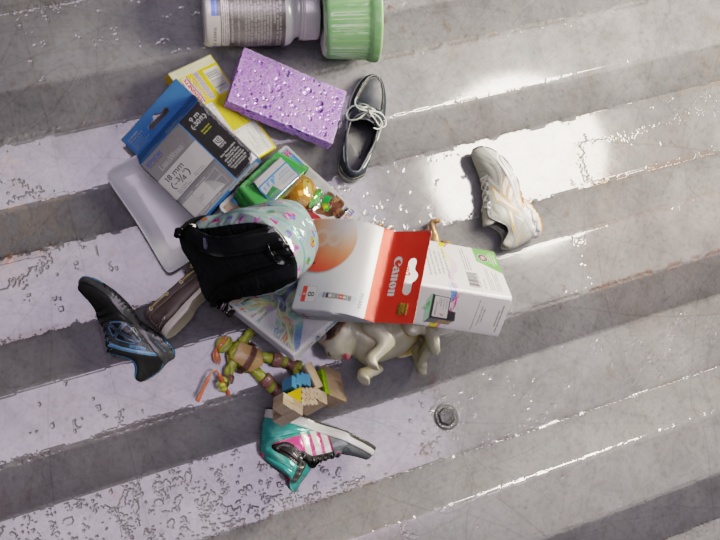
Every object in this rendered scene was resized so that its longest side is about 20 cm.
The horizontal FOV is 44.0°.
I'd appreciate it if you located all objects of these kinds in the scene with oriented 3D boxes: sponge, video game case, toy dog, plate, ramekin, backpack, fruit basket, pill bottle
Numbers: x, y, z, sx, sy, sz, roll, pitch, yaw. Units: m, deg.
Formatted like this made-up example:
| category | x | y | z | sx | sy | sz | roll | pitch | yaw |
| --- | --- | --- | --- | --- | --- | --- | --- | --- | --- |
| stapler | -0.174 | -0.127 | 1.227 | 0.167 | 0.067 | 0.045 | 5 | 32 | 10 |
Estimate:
| category | x | y | z | sx | sy | sz | roll | pitch | yaw |
| --- | --- | --- | --- | --- | --- | --- | --- | --- | --- |
| sponge | -0.130 | -0.299 | 1.555 | 0.198 | 0.030 | 0.113 | 21 | 67 | -15 |
| video game case | -0.117 | 0.034 | 1.475 | 0.199 | 0.022 | 0.182 | 34 | 60 | 26 |
| toy dog | 0.019 | 0.094 | 1.516 | 0.198 | 0.140 | 0.196 | -3 | 72 | -13 |
| plate | -0.297 | -0.129 | 1.519 | 0.199 | 0.032 | 0.201 | -33 | 92 | -13 |
| ramekin | -0.022 | -0.459 | 1.533 | 0.097 | 0.200 | 0.202 | -4 | 85 | -6 |
| backpack | -0.166 | -0.034 | 1.383 | 0.168 | 0.198 | 0.127 | 64 | 34 | -24 |
| fruit basket | -0.107 | -0.097 | 1.496 | 0.200 | 0.094 | 0.185 | 41 | 59 | 4 |
| pill bottle | -0.173 | -0.444 | 1.534 | 0.198 | 0.114 | 0.115 | -4 | 85 | -11 |

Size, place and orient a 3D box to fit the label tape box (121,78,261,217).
| category | x | y | z | sx | sy | sz | roll | pitch | yaw |
| --- | --- | --- | --- | --- | --- | --- | --- | --- | --- |
| label tape box | -0.284 | -0.198 | 1.460 | 0.200 | 0.063 | 0.144 | 43 | 93 | -1 |

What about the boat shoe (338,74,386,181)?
| category | x | y | z | sx | sy | sz | roll | pitch | yaw |
| --- | --- | --- | --- | --- | --- | --- | --- | --- | --- |
| boat shoe | 0.005 | -0.259 | 1.583 | 0.074 | 0.062 | 0.202 | 20 | 80 | -8 |

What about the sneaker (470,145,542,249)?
| category | x | y | z | sx | sy | sz | roll | pitch | yaw |
| --- | --- | --- | --- | --- | --- | --- | --- | --- | --- |
| sneaker | 0.247 | -0.129 | 1.621 | 0.092 | 0.076 | 0.201 | -32 | 91 | -9 |

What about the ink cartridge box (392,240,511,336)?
| category | x | y | z | sx | sy | sz | roll | pitch | yaw |
| --- | --- | --- | --- | --- | --- | --- | --- | --- | --- |
| ink cartridge box | 0.134 | 0.023 | 1.480 | 0.198 | 0.145 | 0.085 | 9 | 122 | -12 |

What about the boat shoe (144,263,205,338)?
| category | x | y | z | sx | sy | sz | roll | pitch | yaw |
| --- | --- | --- | --- | --- | --- | --- | --- | --- | --- |
| boat shoe | -0.275 | 0.022 | 1.491 | 0.059 | 0.072 | 0.200 | 38 | 71 | 9 |

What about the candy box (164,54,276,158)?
| category | x | y | z | sx | sy | sz | roll | pitch | yaw |
| --- | --- | --- | --- | --- | --- | --- | --- | --- | --- |
| candy box | -0.239 | -0.268 | 1.530 | 0.102 | 0.026 | 0.201 | -37 | 93 | -38 |

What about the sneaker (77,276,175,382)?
| category | x | y | z | sx | sy | sz | roll | pitch | yaw |
| --- | --- | --- | --- | --- | --- | --- | --- | --- | --- |
| sneaker | -0.396 | 0.094 | 1.455 | 0.200 | 0.073 | 0.082 | 46 | 79 | -4 |

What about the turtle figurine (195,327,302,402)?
| category | x | y | z | sx | sy | sz | roll | pitch | yaw |
| --- | --- | --- | --- | --- | --- | --- | --- | --- | --- |
| turtle figurine | -0.187 | 0.159 | 1.497 | 0.161 | 0.064 | 0.201 | 33 | 62 | -17 |

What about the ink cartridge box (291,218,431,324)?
| category | x | y | z | sx | sy | sz | roll | pitch | yaw |
| --- | --- | --- | --- | --- | --- | --- | --- | --- | --- |
| ink cartridge box | 0.000 | 0.000 | 1.390 | 0.198 | 0.050 | 0.164 | 0 | 66 | 31 |

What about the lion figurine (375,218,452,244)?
| category | x | y | z | sx | sy | sz | roll | pitch | yaw |
| --- | --- | --- | --- | --- | --- | --- | --- | --- | --- |
| lion figurine | 0.096 | -0.025 | 1.576 | 0.198 | 0.072 | 0.124 | -6 | 87 | -11 |

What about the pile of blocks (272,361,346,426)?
| category | x | y | z | sx | sy | sz | roll | pitch | yaw |
| --- | --- | --- | --- | --- | --- | --- | --- | --- | --- |
| pile of blocks | -0.100 | 0.204 | 1.475 | 0.062 | 0.199 | 0.083 | -31 | 77 | 25 |

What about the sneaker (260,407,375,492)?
| category | x | y | z | sx | sy | sz | roll | pitch | yaw |
| --- | --- | --- | --- | --- | --- | --- | --- | --- | --- |
| sneaker | -0.082 | 0.316 | 1.495 | 0.198 | 0.084 | 0.122 | 18 | 76 | -2 |
